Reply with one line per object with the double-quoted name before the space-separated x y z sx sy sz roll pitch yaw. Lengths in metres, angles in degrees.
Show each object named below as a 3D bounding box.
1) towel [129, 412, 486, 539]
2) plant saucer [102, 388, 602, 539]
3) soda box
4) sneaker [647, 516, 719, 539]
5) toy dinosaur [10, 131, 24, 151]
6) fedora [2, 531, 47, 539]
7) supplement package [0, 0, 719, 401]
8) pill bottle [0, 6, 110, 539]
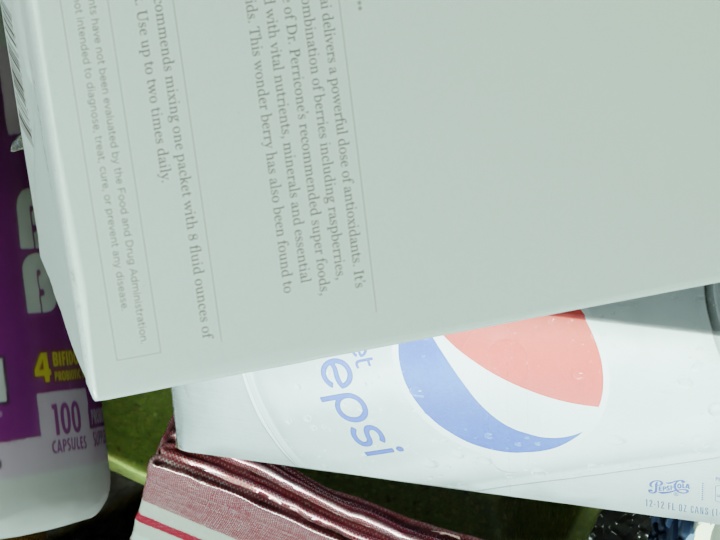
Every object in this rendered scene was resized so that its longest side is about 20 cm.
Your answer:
"towel" -0.009 0.113 0.846 0.143 0.023 0.200 23 155 0
"plant saucer" 0.000 0.000 0.805 0.199 0.048 0.200 24 126 3
"soda box" 0.049 0.019 0.720 0.198 0.068 0.064 7 124 15
"sneaker" 0.133 0.117 0.831 0.084 0.077 0.201 4 131 5
"toy dinosaur" -0.027 -0.112 0.699 0.200 0.077 0.102 -41 92 5
"fedora" -0.166 0.091 0.880 0.199 0.082 0.201 8 167 2
"supplement package" 0.017 -0.059 0.618 0.198 0.120 0.122 -10 107 -10
"pill bottle" -0.138 -0.021 0.753 0.112 0.112 0.202 -8 89 23
